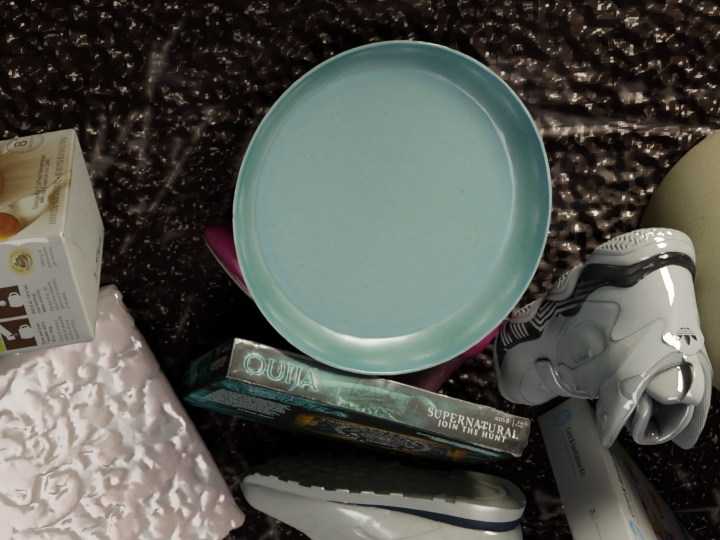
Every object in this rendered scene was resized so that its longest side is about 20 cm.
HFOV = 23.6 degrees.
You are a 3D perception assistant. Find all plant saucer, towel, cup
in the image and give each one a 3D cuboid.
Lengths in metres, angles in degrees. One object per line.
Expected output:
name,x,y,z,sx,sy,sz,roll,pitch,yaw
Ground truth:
plant saucer,0.018,-0.038,1.031,0.198,0.027,0.202,-4,105,-17
towel,-0.199,0.137,1.108,0.199,0.032,0.192,-32,108,-10
cup,0.281,0.020,1.061,0.198,0.144,0.202,-2,126,-3

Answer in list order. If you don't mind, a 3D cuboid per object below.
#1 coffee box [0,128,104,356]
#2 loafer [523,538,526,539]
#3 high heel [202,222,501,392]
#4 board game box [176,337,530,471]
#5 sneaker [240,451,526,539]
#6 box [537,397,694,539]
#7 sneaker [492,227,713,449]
coffee box,-0.258,-0.006,1.015,0.198,0.115,0.080,-10,126,2
loafer,0.146,0.240,1.249,0.199,0.070,0.070,24,128,-19
high heel,0.000,0.000,1.080,0.199,0.068,0.096,31,107,-29
board game box,-0.007,0.089,1.106,0.198,0.028,0.135,16,165,-16
sneaker,0.011,0.172,1.152,0.198,0.076,0.081,9,108,18
box,0.198,0.200,1.173,0.041,0.156,0.200,-32,121,14
sneaker,0.148,0.066,1.067,0.075,0.116,0.200,4,151,-26
